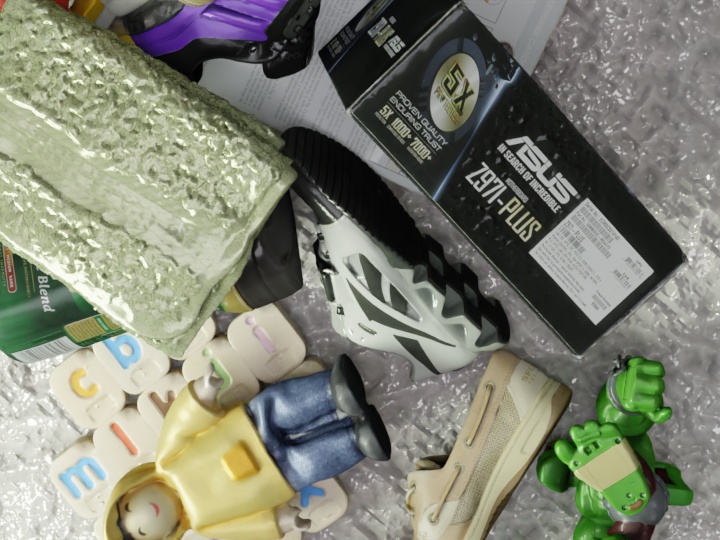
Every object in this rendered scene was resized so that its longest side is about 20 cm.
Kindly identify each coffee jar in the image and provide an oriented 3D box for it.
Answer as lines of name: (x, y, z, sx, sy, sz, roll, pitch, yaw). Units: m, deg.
coffee jar: (-0.137, -0.013, 1.052, 0.198, 0.085, 0.105, -14, 71, 8)

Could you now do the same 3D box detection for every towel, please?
towel: (-0.149, -0.058, 0.971, 0.199, 0.036, 0.149, 33, 102, 4)

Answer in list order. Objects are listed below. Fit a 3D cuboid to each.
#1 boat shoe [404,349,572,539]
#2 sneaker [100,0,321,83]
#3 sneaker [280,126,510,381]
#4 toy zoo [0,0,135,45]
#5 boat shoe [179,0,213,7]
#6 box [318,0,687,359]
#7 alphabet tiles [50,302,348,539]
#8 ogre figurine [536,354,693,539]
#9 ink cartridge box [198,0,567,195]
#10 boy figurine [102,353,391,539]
boat shoe: (0.063, 0.146, 1.095, 0.064, 0.071, 0.201, 32, 99, 8)
sneaker: (-0.045, -0.170, 0.983, 0.199, 0.070, 0.100, -27, 105, 15)
sneaker: (0.000, 0.000, 1.049, 0.088, 0.074, 0.200, -34, 113, 24)
toy zoo: (-0.176, -0.144, 1.032, 0.131, 0.020, 0.201, 22, 110, -45)
boat shoe: (-0.149, -0.208, 0.936, 0.076, 0.071, 0.200, -46, 69, 17)
box: (0.078, -0.069, 0.970, 0.086, 0.164, 0.200, -42, 107, 7)
alphabet tiles: (-0.108, 0.113, 1.122, 0.199, 0.015, 0.196, -37, 97, 12)
ogre figurine: (0.160, 0.143, 1.054, 0.097, 0.120, 0.202, -9, 100, 12)
ink cartridge box: (0.009, -0.151, 1.051, 0.198, 0.050, 0.163, 23, 103, -13)
boy figurine: (-0.084, 0.122, 1.075, 0.198, 0.064, 0.125, -24, 102, 7)
